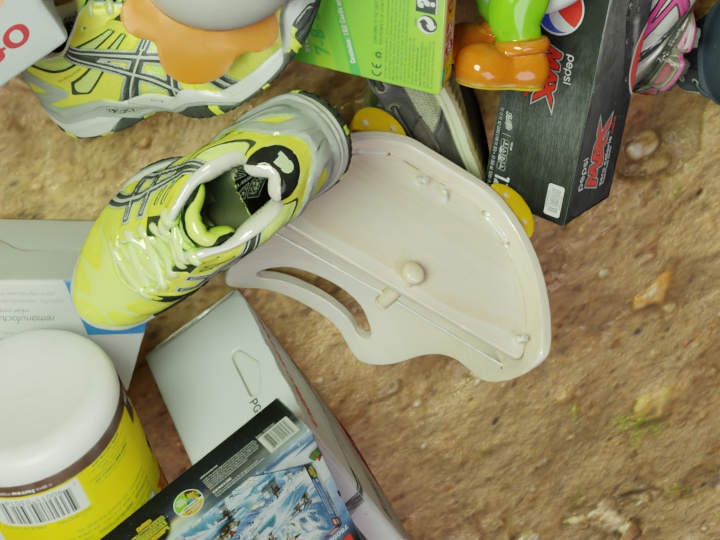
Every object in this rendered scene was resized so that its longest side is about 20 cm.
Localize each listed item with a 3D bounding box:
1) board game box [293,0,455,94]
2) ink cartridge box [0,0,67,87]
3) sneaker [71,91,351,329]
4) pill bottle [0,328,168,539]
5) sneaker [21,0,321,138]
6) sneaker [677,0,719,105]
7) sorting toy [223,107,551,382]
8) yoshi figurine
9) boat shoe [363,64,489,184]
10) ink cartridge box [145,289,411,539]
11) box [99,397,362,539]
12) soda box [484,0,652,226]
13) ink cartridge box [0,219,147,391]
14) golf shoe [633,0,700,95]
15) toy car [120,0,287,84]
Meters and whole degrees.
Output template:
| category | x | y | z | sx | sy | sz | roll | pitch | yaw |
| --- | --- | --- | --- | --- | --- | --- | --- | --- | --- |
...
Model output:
| category | x | y | z | sx | sy | sz | roll | pitch | yaw |
| --- | --- | --- | --- | --- | --- | --- | --- | --- | --- |
| board game box | -0.044 | -0.163 | 0.887 | 0.198 | 0.030 | 0.096 | 14 | 130 | 14 |
| ink cartridge box | -0.258 | -0.167 | 0.754 | 0.145 | 0.145 | 0.200 | -35 | 136 | 0 |
| sneaker | -0.097 | -0.028 | 0.886 | 0.199 | 0.076 | 0.076 | -37 | 94 | 30 |
| pill bottle | -0.172 | 0.137 | 0.980 | 0.108 | 0.110 | 0.201 | -24 | 135 | -9 |
| sneaker | -0.110 | -0.126 | 0.869 | 0.199 | 0.076 | 0.076 | -16 | 138 | 30 |
| sneaker | 0.284 | -0.095 | 1.105 | 0.076 | 0.146 | 0.205 | -13 | 105 | -24 |
| sorting toy | 0.000 | 0.000 | 1.037 | 0.199 | 0.108 | 0.180 | 30 | 145 | -18 |
| yoshi figurine | 0.071 | -0.208 | 0.906 | 0.112 | 0.112 | 0.202 | -19 | 122 | -51 |
| boat shoe | 0.032 | -0.113 | 1.021 | 0.065 | 0.072 | 0.201 | -15 | 138 | 13 |
| ink cartridge box | -0.051 | 0.132 | 1.113 | 0.083 | 0.146 | 0.200 | -34 | 135 | 1 |
| box | -0.097 | 0.186 | 0.970 | 0.199 | 0.040 | 0.138 | -37 | 137 | -16 |
| soda box | 0.133 | -0.135 | 1.004 | 0.071 | 0.063 | 0.202 | -29 | 136 | -49 |
| ink cartridge box | -0.211 | 0.068 | 1.026 | 0.115 | 0.067 | 0.201 | 0 | 126 | -29 |
| golf shoe | 0.186 | -0.199 | 1.029 | 0.091 | 0.073 | 0.201 | 0 | 126 | -27 |
| toy car | -0.082 | -0.189 | 0.765 | 0.175 | 0.184 | 0.202 | 3 | 101 | -31 |
